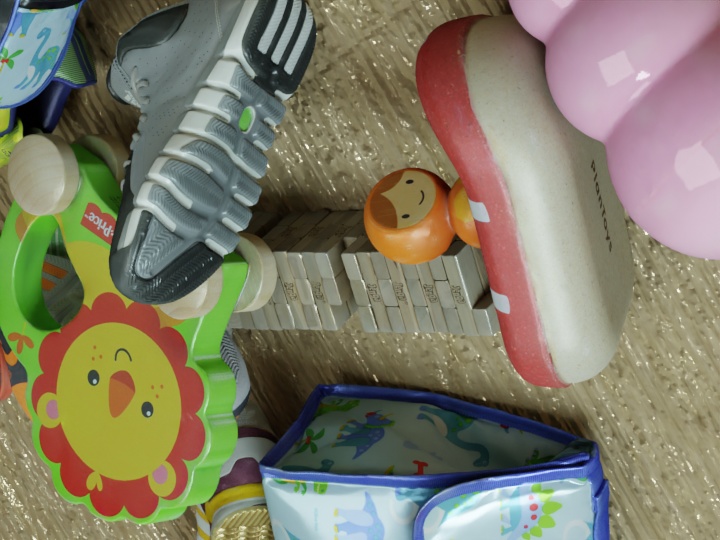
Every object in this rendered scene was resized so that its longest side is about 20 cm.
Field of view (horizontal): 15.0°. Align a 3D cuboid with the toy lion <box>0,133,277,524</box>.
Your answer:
[{"bbox_3d":[-0.145,0.042,1.612,0.200,0.069,0.193,35,112,30],"label":"toy lion"}]

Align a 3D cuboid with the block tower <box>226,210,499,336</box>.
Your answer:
[{"bbox_3d":[0.000,0.000,1.588,0.199,0.054,0.058,2,121,36],"label":"block tower"}]

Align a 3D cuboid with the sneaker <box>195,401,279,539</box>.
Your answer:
[{"bbox_3d":[-0.072,0.155,1.746,0.074,0.091,0.200,-1,153,-10],"label":"sneaker"}]

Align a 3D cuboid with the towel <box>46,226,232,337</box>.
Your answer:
[{"bbox_3d":[-0.147,0.028,1.740,0.152,0.023,0.201,21,129,23],"label":"towel"}]

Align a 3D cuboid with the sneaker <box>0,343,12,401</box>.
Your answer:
[{"bbox_3d":[-0.281,0.012,1.786,0.077,0.082,0.201,0,116,37],"label":"sneaker"}]

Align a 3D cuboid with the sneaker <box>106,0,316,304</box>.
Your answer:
[{"bbox_3d":[-0.109,-0.075,1.544,0.115,0.201,0.075,12,157,41],"label":"sneaker"}]

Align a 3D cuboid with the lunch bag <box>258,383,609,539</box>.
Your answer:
[{"bbox_3d":[0.054,0.171,1.625,0.199,0.128,0.171,4,120,20],"label":"lunch bag"}]

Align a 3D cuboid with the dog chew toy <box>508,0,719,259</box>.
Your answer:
[{"bbox_3d":[0.150,-0.103,1.364,0.200,0.124,0.125,49,136,10],"label":"dog chew toy"}]

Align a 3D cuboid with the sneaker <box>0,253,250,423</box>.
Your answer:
[{"bbox_3d":[-0.146,0.069,1.712,0.199,0.077,0.112,27,138,32],"label":"sneaker"}]

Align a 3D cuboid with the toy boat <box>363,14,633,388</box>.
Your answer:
[{"bbox_3d":[0.064,-0.035,1.449,0.130,0.131,0.201,-7,115,18],"label":"toy boat"}]

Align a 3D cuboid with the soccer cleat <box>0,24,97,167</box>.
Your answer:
[{"bbox_3d":[-0.235,-0.087,1.680,0.200,0.065,0.084,-41,82,36],"label":"soccer cleat"}]

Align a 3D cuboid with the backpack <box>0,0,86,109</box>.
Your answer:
[{"bbox_3d":[-0.228,-0.190,1.548,0.182,0.147,0.201,30,113,19],"label":"backpack"}]
